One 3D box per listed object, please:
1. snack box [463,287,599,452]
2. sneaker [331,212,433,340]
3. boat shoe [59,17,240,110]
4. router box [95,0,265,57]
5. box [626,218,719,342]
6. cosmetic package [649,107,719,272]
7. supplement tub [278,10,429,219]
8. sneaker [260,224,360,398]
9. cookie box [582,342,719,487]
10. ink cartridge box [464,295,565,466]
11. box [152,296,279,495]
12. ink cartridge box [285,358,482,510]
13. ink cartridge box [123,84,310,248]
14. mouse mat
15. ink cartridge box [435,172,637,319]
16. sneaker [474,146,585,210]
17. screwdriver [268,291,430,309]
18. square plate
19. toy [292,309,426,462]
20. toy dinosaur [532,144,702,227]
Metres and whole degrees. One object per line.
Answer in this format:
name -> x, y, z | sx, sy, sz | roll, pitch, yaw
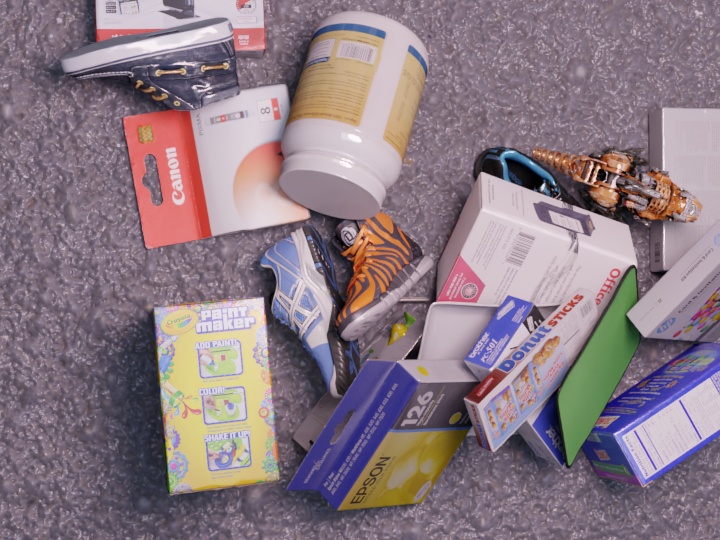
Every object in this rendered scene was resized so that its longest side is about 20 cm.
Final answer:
snack box -> 0.193, 0.107, 1.354 | 0.199, 0.024, 0.073 | -40, 129, -26
sneaker -> 0.000, 0.000, 1.438 | 0.112, 0.200, 0.078 | 47, 123, 1
boat shoe -> -0.234, -0.221, 1.404 | 0.197, 0.071, 0.092 | -12, 111, -6
router box -> -0.214, -0.343, 1.461 | 0.196, 0.049, 0.183 | -3, 89, -9
box -> 0.418, 0.016, 1.458 | 0.156, 0.198, 0.041 | -49, 58, 24
cosmetic package -> 0.440, -0.099, 1.557 | 0.148, 0.052, 0.204 | 1, 88, -7
supplement tub -> -0.010, -0.176, 1.421 | 0.142, 0.145, 0.203 | 19, 71, -8
sneaker -> -0.056, 0.054, 1.438 | 0.076, 0.076, 0.203 | -20, 77, 13
cookie box -> 0.369, 0.168, 1.478 | 0.198, 0.171, 0.076 | -32, 90, -8
ink cartridge box -> 0.200, 0.127, 1.414 | 0.094, 0.044, 0.201 | -53, 130, -17
box -> -0.164, 0.131, 1.377 | 0.120, 0.200, 0.196 | -5, 90, -9
ink cartridge box -> 0.041, 0.185, 1.391 | 0.198, 0.047, 0.199 | 2, 128, -46
ink cartridge box -> -0.169, -0.123, 1.462 | 0.196, 0.050, 0.165 | -10, 89, -12
mouse mat -> 0.273, 0.110, 1.413 | 0.007, 0.162, 0.201 | 21, 59, 29
ink cartridge box -> 0.205, -0.007, 1.468 | 0.197, 0.085, 0.146 | 19, 124, -8
sneaker -> 0.224, -0.074, 1.506 | 0.199, 0.082, 0.074 | 37, 81, -7
screwdriver -> -0.013, 0.032, 1.494 | 0.196, 0.028, 0.030 | -5, 60, -11
square plate -> 0.148, 0.112, 1.457 | 0.195, 0.029, 0.203 | 1, 125, -18
toy -> 0.011, 0.140, 1.452 | 0.047, 0.115, 0.201 | 38, 83, -18
toy dinosaur -> 0.309, -0.110, 1.483 | 0.200, 0.136, 0.102 | 42, 98, 5
